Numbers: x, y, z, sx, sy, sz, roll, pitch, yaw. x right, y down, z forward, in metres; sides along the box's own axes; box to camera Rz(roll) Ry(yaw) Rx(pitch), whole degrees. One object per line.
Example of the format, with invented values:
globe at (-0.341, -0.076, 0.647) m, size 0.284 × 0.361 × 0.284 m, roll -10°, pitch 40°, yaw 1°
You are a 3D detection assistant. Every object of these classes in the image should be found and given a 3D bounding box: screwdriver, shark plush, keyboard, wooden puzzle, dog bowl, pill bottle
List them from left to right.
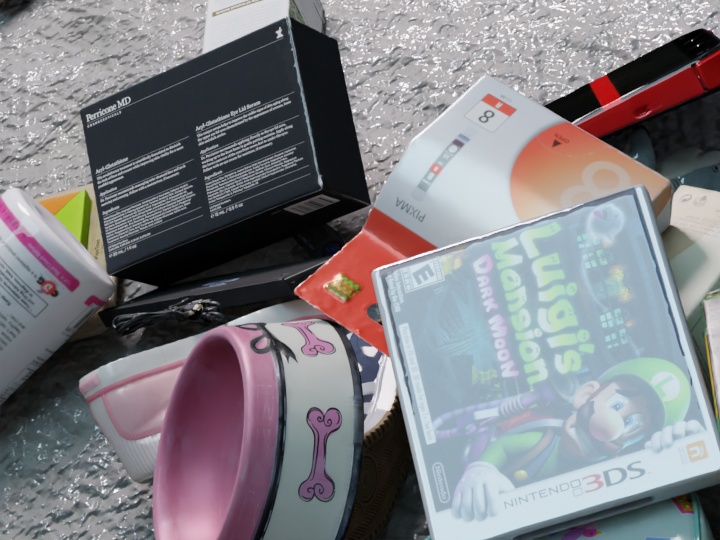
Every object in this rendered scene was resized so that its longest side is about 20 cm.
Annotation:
pill bottle at (-0.294, 0.044, 1.726) m, size 0.200 × 0.113 × 0.113 m, roll -44°, pitch 40°, yaw 0°
wooden puzzle at (-0.285, 0.001, 1.847) m, size 0.200 × 0.037 × 0.185 m, roll -18°, pitch 40°, yaw 13°
keyboard at (-0.117, 0.023, 1.674) m, size 0.200 × 0.021 × 0.127 m, roll -11°, pitch 9°, yaw 42°
dog bowl at (-0.072, 0.123, 1.465) m, size 0.200 × 0.074 × 0.200 m, roll -40°, pitch 44°, yaw 55°
screwdriver at (0.000, 0.000, 1.685) m, size 0.200 × 0.028 × 0.029 m, roll 35°, pitch 98°, yaw 51°
shark plush at (0.197, -0.015, 1.563) m, size 0.083 × 0.091 × 0.200 m, roll 22°, pitch 49°, yaw 8°

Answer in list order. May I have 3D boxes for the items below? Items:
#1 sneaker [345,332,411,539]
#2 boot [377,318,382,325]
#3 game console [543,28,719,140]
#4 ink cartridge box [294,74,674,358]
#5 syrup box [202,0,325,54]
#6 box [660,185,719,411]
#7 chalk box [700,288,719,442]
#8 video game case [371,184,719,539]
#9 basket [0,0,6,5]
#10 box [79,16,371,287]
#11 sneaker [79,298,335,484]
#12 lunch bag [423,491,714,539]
sneaker at (-0.025, 0.114, 1.543) m, size 0.108 × 0.070 × 0.200 m, roll 1°, pitch 40°, yaw 25°
boot at (0.065, 0.004, 1.567) m, size 0.144 × 0.071 × 0.201 m, roll -33°, pitch 18°, yaw -19°
game console at (0.186, -0.120, 1.642) m, size 0.177 × 0.031 × 0.200 m, roll -27°, pitch 7°, yaw 7°
ink cartridge box at (0.077, -0.023, 1.463) m, size 0.162 × 0.050 × 0.200 m, roll 33°, pitch 60°, yaw 29°
syrup box at (-0.081, -0.173, 1.885) m, size 0.081 × 0.079 × 0.200 m, roll -15°, pitch 41°, yaw 16°
box at (0.197, 0.049, 1.468) m, size 0.078 × 0.095 × 0.200 m, roll 16°, pitch 54°, yaw 42°
chalk box at (0.282, 0.076, 1.365) m, size 0.124 × 0.124 × 0.200 m, roll -16°, pitch 39°, yaw 16°
video game case at (0.112, 0.060, 1.383) m, size 0.182 × 0.023 × 0.200 m, roll -18°, pitch 61°, yaw 9°
basket at (-0.323, -0.360, 2.197) m, size 0.200 × 0.136 × 0.180 m, roll -47°, pitch 41°, yaw -17°
box at (-0.105, -0.087, 1.734) m, size 0.200 × 0.079 × 0.141 m, roll -20°, pitch 73°, yaw 27°
sneaker at (-0.093, 0.092, 1.617) m, size 0.200 × 0.105 × 0.075 m, roll -19°, pitch -11°, yaw -30°
lunch bag at (0.118, 0.215, 1.344) m, size 0.200 × 0.077 × 0.161 m, roll -16°, pitch 41°, yaw 14°
